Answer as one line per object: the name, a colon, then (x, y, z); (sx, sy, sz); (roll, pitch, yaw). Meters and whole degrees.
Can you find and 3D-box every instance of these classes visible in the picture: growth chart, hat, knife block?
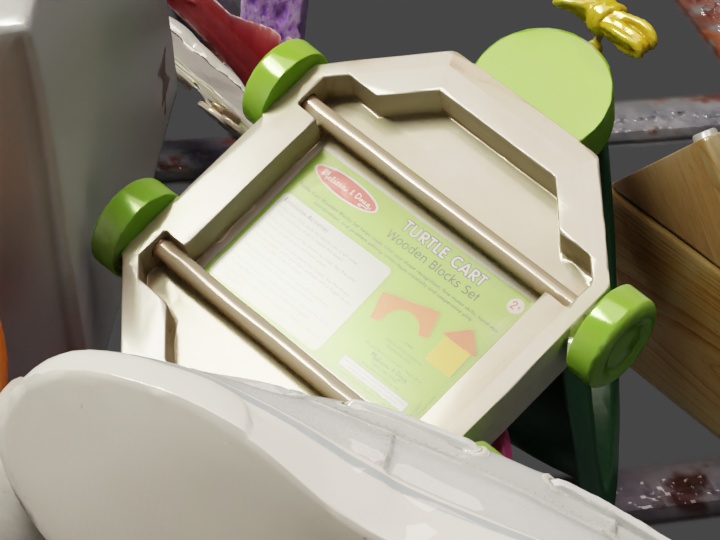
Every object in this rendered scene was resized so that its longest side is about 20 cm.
growth chart: (-0.069, -0.079, 1.071); (0.200, 0.018, 0.145); (41, 7, 21)
hat: (0.000, 0.000, 0.956); (0.175, 0.166, 0.201); (-3, 52, 10)
knife block: (0.157, 0.034, 1.012); (0.064, 0.177, 0.200); (-18, -4, -32)

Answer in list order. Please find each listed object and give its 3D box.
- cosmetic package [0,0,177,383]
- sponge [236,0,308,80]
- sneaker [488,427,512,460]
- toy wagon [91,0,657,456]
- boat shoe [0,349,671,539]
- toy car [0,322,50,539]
cosmetic package: (-0.177, -0.072, 0.882); (0.198, 0.167, 0.168); (2, 44, 7)
sponge: (-0.035, -0.159, 1.206); (0.030, 0.112, 0.201); (4, 34, -1)
sneaker: (-0.037, 0.092, 0.876); (0.198, 0.088, 0.082); (-5, 59, 18)
toy wagon: (0.019, -0.010, 0.836); (0.155, 0.040, 0.200); (38, 72, 24)
boat shoe: (0.004, 0.066, 0.702); (0.199, 0.072, 0.069); (16, 26, 12)
toy car: (-0.171, 0.073, 0.790); (0.174, 0.201, 0.150); (26, 19, 0)
